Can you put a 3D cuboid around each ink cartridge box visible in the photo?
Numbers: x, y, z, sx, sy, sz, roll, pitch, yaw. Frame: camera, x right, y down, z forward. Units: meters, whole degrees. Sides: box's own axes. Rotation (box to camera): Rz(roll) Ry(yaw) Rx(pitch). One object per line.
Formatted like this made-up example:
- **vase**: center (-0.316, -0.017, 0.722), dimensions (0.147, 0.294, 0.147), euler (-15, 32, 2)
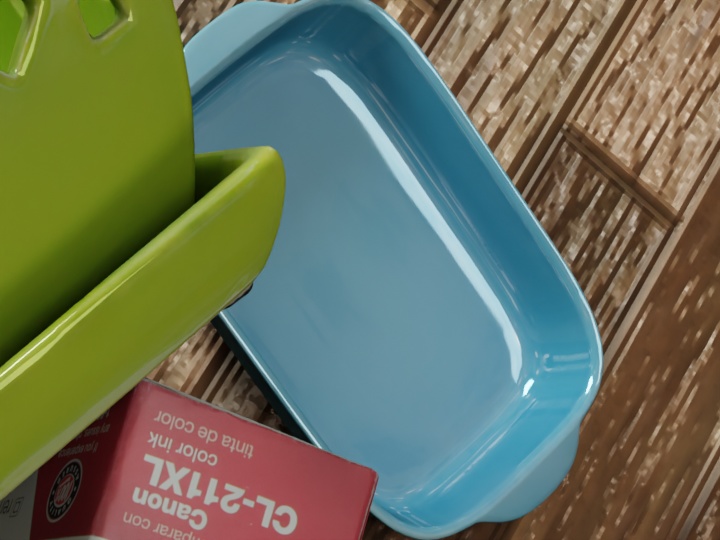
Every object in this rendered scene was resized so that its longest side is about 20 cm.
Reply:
- **ink cartridge box**: center (-0.084, 0.145, 0.768), dimensions (0.083, 0.146, 0.201), euler (23, 72, -22)

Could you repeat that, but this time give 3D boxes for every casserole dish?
- **casserole dish**: center (0.000, 0.000, 0.898), dimensions (0.121, 0.039, 0.200), euler (-41, 103, -27)

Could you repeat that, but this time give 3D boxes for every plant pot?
- **plant pot**: center (-0.152, -0.027, 0.732), dimensions (0.199, 0.200, 0.182), euler (-42, 108, -25)
